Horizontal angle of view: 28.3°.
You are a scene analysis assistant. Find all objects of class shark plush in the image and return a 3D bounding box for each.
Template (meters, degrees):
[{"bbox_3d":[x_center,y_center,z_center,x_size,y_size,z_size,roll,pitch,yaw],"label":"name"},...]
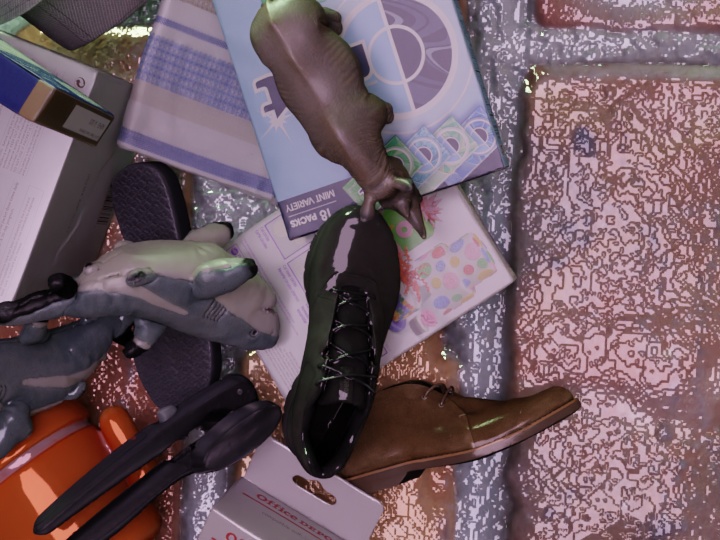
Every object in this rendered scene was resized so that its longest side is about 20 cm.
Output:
[{"bbox_3d":[-0.153,0.028,1.022,0.198,0.091,0.084,-10,115,-28],"label":"shark plush"},{"bbox_3d":[-0.230,0.063,1.055,0.198,0.084,0.091,-19,43,-11],"label":"shark plush"}]

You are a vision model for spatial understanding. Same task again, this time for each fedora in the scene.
[{"bbox_3d":[-0.205,-0.244,1.096,0.176,0.201,0.090,-28,126,29],"label":"fedora"}]

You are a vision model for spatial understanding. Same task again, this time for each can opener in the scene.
[{"bbox_3d":[-0.153,0.142,1.057,0.199,0.079,0.064,-30,88,-19],"label":"can opener"}]

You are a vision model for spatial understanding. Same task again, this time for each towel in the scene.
[{"bbox_3d":[-0.093,-0.165,1.108,0.146,0.024,0.202,17,93,-16],"label":"towel"}]

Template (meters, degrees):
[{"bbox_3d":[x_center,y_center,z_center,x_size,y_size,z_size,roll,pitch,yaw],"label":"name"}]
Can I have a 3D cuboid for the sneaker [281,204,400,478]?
[{"bbox_3d":[-0.009,0.055,1.021,0.075,0.091,0.202,6,102,-7],"label":"sneaker"}]

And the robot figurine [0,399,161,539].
[{"bbox_3d":[-0.234,0.181,1.110,0.201,0.116,0.144,54,135,6],"label":"robot figurine"}]

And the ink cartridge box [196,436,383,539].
[{"bbox_3d":[-0.076,0.242,1.083,0.115,0.067,0.201,28,110,9],"label":"ink cartridge box"}]

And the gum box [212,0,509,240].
[{"bbox_3d":[-0.002,-0.144,1.039,0.168,0.045,0.202,-18,91,12],"label":"gum box"}]

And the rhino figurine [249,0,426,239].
[{"bbox_3d":[-0.011,-0.105,0.977,0.060,0.087,0.201,-31,89,13],"label":"rhino figurine"}]

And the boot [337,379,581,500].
[{"bbox_3d":[0.067,0.112,1.086,0.198,0.074,0.076,-18,81,12],"label":"boot"}]

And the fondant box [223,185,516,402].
[{"bbox_3d":[0.000,0.000,1.101,0.199,0.058,0.145,-33,85,9],"label":"fondant box"}]

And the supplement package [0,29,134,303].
[{"bbox_3d":[-0.298,-0.090,1.105,0.198,0.147,0.193,22,92,9],"label":"supplement package"}]

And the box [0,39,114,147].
[{"bbox_3d":[-0.270,-0.155,0.968,0.199,0.121,0.033,35,93,9],"label":"box"}]

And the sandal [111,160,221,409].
[{"bbox_3d":[-0.144,0.013,1.125,0.075,0.043,0.202,-6,94,28],"label":"sandal"}]
